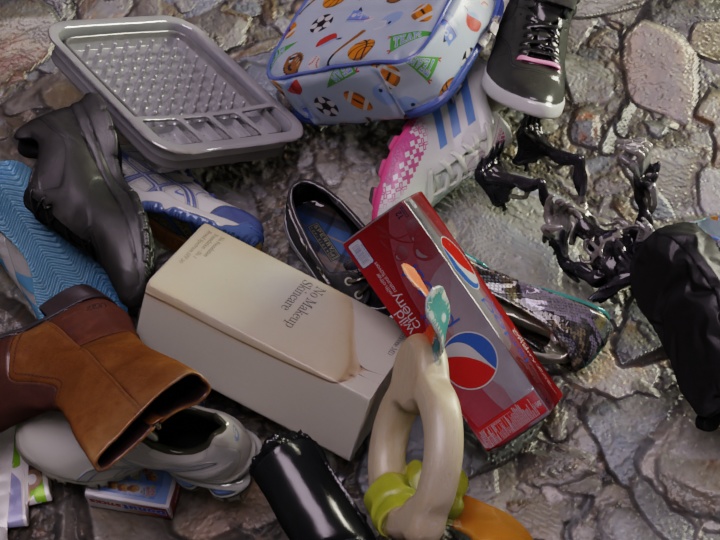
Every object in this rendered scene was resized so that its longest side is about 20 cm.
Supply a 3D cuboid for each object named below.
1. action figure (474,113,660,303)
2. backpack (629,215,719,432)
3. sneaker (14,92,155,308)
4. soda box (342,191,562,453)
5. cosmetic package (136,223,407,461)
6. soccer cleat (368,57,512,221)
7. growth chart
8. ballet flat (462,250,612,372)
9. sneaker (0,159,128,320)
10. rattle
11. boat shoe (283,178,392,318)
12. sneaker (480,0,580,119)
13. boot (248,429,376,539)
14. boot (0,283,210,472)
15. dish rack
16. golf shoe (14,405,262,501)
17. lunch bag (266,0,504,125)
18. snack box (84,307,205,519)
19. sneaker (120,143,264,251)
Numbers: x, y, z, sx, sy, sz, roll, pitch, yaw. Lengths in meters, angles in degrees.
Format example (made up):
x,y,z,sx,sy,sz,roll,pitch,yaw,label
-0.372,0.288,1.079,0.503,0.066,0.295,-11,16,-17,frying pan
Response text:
x,y,z,sx,sy,sz,roll,pitch,yaw,label
0.188,-0.051,1.563,0.119,0.102,0.200,-38,61,-24,action figure
0.328,0.020,1.474,0.199,0.127,0.168,-12,70,-24,backpack
-0.221,-0.048,1.538,0.090,0.076,0.201,-18,58,-12,sneaker
0.073,0.039,1.484,0.063,0.070,0.201,-35,88,16,soda box
-0.067,0.055,1.508,0.199,0.073,0.104,25,39,10,cosmetic package
0.077,-0.103,1.617,0.086,0.070,0.201,17,59,19,soccer cleat
-0.308,0.150,1.542,0.144,0.018,0.201,1,60,6,growth chart
0.102,0.028,1.539,0.199,0.072,0.072,24,64,14,ballet flat
-0.251,0.003,1.589,0.076,0.081,0.201,-29,71,-13,sneaker
0.083,0.106,1.418,0.142,0.130,0.202,9,85,-6,rattle
0.000,0.000,1.570,0.070,0.066,0.200,-29,61,-11,boat shoe
0.149,-0.201,1.603,0.070,0.100,0.200,16,27,-5,sneaker
-0.027,0.191,1.390,0.073,0.198,0.163,-30,70,0,boot
-0.226,0.108,1.435,0.188,0.069,0.200,-32,35,-17,boot
-0.164,-0.149,1.648,0.171,0.044,0.200,-12,47,-44,dish rack
-0.178,0.121,1.472,0.198,0.097,0.079,3,62,10,golf shoe
0.025,-0.202,1.639,0.199,0.076,0.161,0,48,41,lunch bag
-0.163,0.101,1.552,0.071,0.024,0.201,8,61,9,snack box
-0.165,-0.072,1.625,0.199,0.075,0.089,18,63,15,sneaker
